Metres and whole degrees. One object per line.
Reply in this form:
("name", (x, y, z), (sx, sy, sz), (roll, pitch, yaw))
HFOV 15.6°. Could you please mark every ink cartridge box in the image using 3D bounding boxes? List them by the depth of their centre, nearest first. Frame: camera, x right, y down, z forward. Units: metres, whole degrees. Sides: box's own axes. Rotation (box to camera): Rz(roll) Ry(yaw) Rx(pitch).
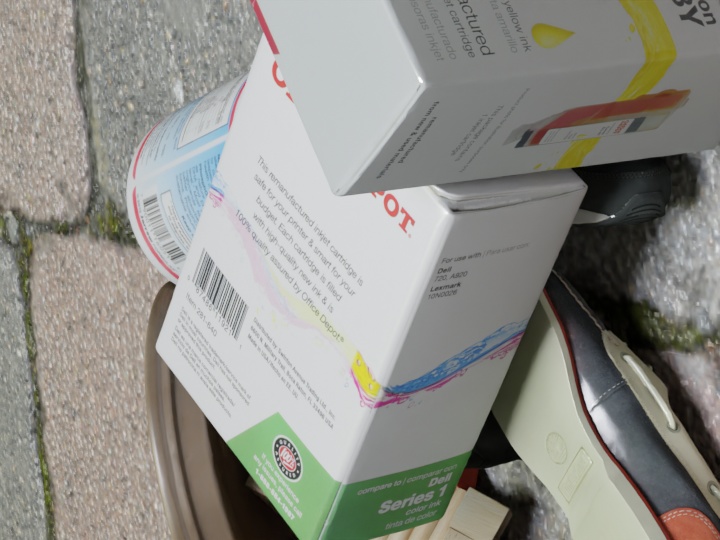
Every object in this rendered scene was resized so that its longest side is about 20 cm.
("ink cartridge box", (0.062, -0.120, 1.080), (0.083, 0.199, 0.146), (-51, 56, 48))
("ink cartridge box", (0.000, 0.000, 1.172), (0.145, 0.084, 0.200), (50, 134, 34))

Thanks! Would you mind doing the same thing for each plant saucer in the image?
("plant saucer", (-0.070, 0.101, 1.424), (0.200, 0.029, 0.201), (-13, -90, -78))

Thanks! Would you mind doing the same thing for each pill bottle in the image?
("pill bottle", (-0.032, -0.054, 1.341), (0.200, 0.108, 0.109), (-20, 82, 59))

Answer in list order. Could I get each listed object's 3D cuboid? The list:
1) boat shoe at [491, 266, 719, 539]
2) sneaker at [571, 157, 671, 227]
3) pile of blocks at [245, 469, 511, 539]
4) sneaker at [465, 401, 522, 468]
("boat shoe", (0.111, 0.069, 1.185), (0.200, 0.062, 0.071), (62, 147, 27))
("sneaker", (0.074, -0.092, 1.188), (0.200, 0.074, 0.085), (47, 136, 42))
("pile of blocks", (0.028, 0.123, 1.358), (0.200, 0.082, 0.062), (19, 75, 46))
("sneaker", (0.023, 0.058, 1.303), (0.200, 0.090, 0.076), (3, 103, 60))
